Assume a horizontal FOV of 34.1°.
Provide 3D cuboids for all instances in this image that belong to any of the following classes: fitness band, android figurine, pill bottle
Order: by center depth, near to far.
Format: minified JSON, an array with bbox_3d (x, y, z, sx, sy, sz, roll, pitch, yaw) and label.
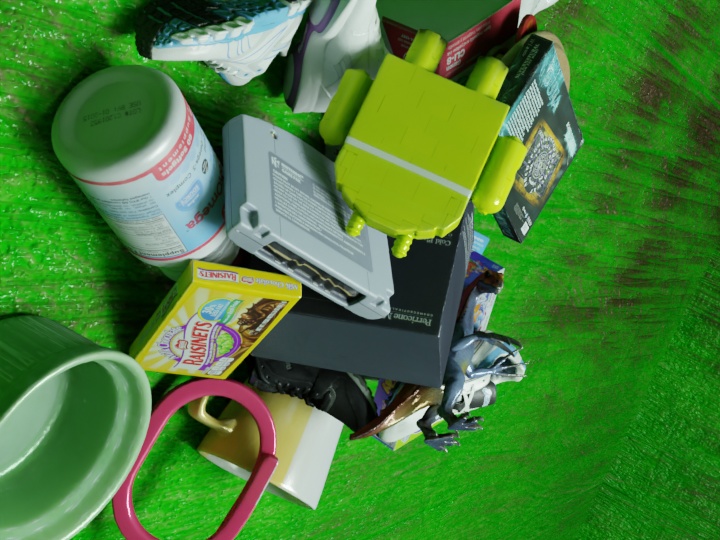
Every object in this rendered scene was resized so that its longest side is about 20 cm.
[{"bbox_3d":[-0.168,-0.072,0.984,0.109,0.109,0.200,-53,152,-16],"label":"pill bottle"},{"bbox_3d":[0.053,-0.111,1.049,0.041,0.182,0.201,91,22,-80],"label":"android figurine"},{"bbox_3d":[-0.170,0.206,1.216,0.200,0.143,0.037,-59,-175,-2],"label":"fitness band"}]

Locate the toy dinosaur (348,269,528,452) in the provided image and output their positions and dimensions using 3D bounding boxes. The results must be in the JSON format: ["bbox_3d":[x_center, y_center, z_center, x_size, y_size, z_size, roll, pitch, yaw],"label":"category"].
[{"bbox_3d":[0.092,0.080,1.188,0.105,0.199,0.182,113,-21,-56],"label":"toy dinosaur"}]

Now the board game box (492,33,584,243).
[{"bbox_3d":[0.165,-0.126,1.171,0.135,0.028,0.200,-57,152,-10],"label":"board game box"}]

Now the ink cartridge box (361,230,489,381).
[{"bbox_3d":[0.020,0.009,1.343,0.200,0.146,0.147,-63,152,5],"label":"ink cartridge box"}]

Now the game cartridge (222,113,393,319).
[{"bbox_3d":[-0.046,-0.050,1.036,0.200,0.040,0.134,33,44,-43],"label":"game cartridge"}]

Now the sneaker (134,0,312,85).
[{"bbox_3d":[-0.114,-0.194,1.008,0.200,0.075,0.087,-28,144,-47],"label":"sneaker"}]

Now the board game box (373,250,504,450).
[{"bbox_3d":[0.083,0.089,1.317,0.134,0.045,0.201,-23,135,-47],"label":"board game box"}]

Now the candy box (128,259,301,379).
[{"bbox_3d":[-0.138,0.050,1.081,0.200,0.102,0.026,134,-39,-53],"label":"candy box"}]

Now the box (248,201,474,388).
[{"bbox_3d":[0.000,0.000,1.164,0.104,0.199,0.183,83,20,-55],"label":"box"}]

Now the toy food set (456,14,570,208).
[{"bbox_3d":[0.154,-0.159,1.205,0.200,0.049,0.198,-44,148,-31],"label":"toy food set"}]

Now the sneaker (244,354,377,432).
[{"bbox_3d":[-0.073,0.112,1.243,0.088,0.200,0.076,-39,167,-31],"label":"sneaker"}]

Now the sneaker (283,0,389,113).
[{"bbox_3d":[-0.006,-0.220,1.092,0.099,0.075,0.200,5,149,-18],"label":"sneaker"}]

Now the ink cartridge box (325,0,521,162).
[{"bbox_3d":[0.061,-0.196,1.222,0.145,0.145,0.200,-39,145,-38],"label":"ink cartridge box"}]

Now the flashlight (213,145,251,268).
[{"bbox_3d":[-0.134,-0.020,1.146,0.068,0.068,0.201,-6,127,-12],"label":"flashlight"}]

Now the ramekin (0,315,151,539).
[{"bbox_3d":[-0.282,0.136,0.993,0.200,0.098,0.200,-41,147,-34],"label":"ramekin"}]

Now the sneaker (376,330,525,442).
[{"bbox_3d":[0.098,0.128,1.252,0.200,0.072,0.072,-29,140,-34],"label":"sneaker"}]

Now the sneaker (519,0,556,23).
[{"bbox_3d":[0.171,-0.322,1.381,0.200,0.075,0.100,-54,139,-23],"label":"sneaker"}]

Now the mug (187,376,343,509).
[{"bbox_3d":[-0.088,0.163,1.316,0.153,0.149,0.187,-63,161,-15],"label":"mug"}]
